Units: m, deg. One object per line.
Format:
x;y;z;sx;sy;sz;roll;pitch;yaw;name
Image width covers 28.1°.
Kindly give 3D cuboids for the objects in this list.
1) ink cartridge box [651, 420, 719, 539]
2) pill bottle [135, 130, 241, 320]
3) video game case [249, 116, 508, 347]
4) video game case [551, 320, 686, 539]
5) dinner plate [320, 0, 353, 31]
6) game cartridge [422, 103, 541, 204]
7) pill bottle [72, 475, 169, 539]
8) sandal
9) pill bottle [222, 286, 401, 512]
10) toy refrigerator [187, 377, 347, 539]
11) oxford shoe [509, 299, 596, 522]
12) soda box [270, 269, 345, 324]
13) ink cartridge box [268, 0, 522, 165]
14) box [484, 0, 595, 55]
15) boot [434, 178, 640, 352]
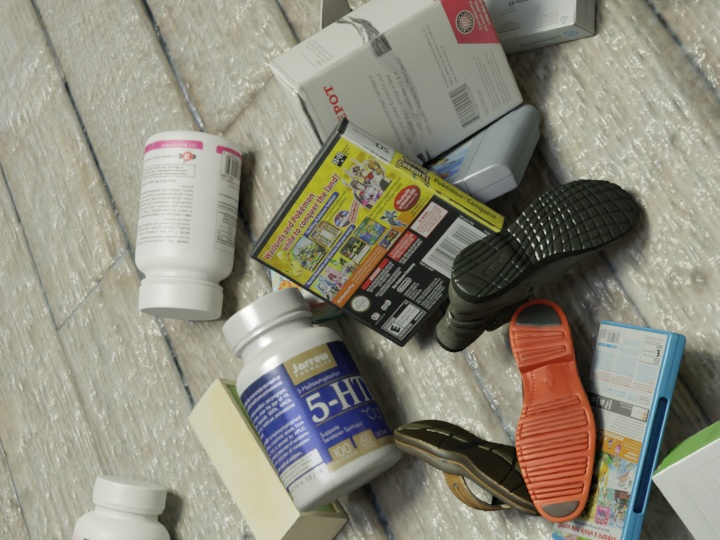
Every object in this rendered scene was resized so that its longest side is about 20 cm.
0.337;0.147;1.109;0.200;0.059;0.104;-37;87;32;ink cartridge box
-0.199;-0.049;1.648;0.113;0.113;0.202;-6;76;42;pill bottle
0.013;-0.030;1.358;0.200;0.180;0.026;-51;12;44;video game case
0.218;0.147;1.228;0.143;0.018;0.202;-171;95;-76;video game case
-0.016;-0.203;1.484;0.024;0.200;0.202;-2;76;9;dinner plate
0.073;-0.092;1.395;0.199;0.042;0.133;-17;24;32;game cartridge
-0.277;0.339;1.627;0.112;0.112;0.202;5;83;43;pill bottle
0.106;0.191;1.333;0.199;0.081;0.055;17;108;43;sandal
-0.055;0.125;1.432;0.119;0.119;0.201;-37;75;30;pill bottle
-0.099;0.206;1.518;0.070;0.076;0.200;-52;50;20;toy refrigerator
0.177;0.129;1.279;0.070;0.073;0.202;-8;64;15;oxford shoe
0.000;0.000;1.480;0.199;0.068;0.064;-18;70;38;soda box
0.033;-0.177;1.365;0.199;0.146;0.085;-32;33;-8;ink cartridge box
0.162;-0.320;1.427;0.155;0.041;0.202;-7;75;42;box
0.155;-0.004;1.321;0.068;0.199;0.131;58;163;21;boot
